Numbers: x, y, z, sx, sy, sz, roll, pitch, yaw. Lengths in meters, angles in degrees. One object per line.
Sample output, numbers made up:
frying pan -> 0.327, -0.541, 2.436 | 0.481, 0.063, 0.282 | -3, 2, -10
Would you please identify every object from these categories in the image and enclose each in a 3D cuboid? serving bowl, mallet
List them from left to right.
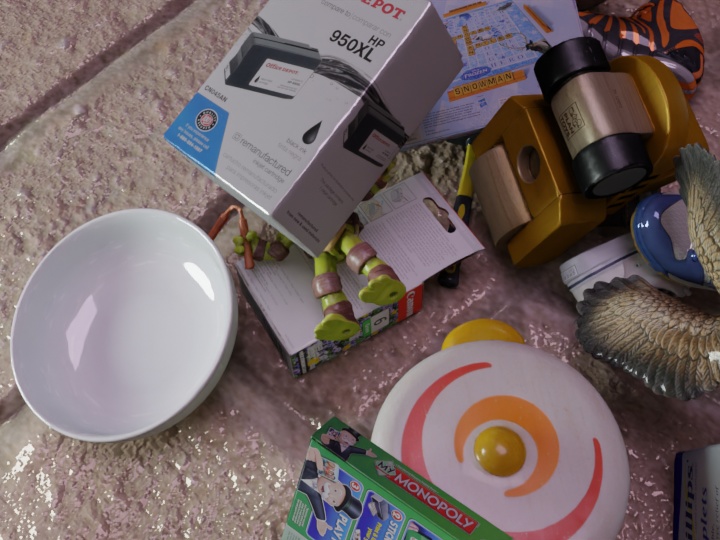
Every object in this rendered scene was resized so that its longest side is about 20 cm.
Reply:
serving bowl -> -0.191, 0.051, 0.737 | 0.198, 0.066, 0.202 | -5, 68, 13
mallet -> 0.092, -0.078, 0.836 | 0.065, 0.041, 0.201 | 17, 64, 11

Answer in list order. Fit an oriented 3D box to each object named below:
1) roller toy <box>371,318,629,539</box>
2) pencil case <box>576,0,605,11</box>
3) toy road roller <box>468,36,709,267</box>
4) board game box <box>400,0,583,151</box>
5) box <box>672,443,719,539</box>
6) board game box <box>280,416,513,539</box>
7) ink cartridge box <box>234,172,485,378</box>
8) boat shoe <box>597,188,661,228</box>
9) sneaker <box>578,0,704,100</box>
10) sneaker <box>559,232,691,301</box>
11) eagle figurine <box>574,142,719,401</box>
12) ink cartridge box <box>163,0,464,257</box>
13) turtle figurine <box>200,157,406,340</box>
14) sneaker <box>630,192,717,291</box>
roller toy -> 0.097, 0.150, 0.631 | 0.182, 0.140, 0.200 | 35, 65, 21
pencil case -> 0.247, -0.324, 0.888 | 0.089, 0.200, 0.078 | 19, 90, -10
toy road roller -> 0.200, -0.098, 0.744 | 0.145, 0.200, 0.124 | -6, 68, -27
board game box -> 0.098, -0.228, 0.794 | 0.198, 0.041, 0.201 | -14, 92, -6
box -> 0.321, 0.169, 0.566 | 0.182, 0.200, 0.106 | 3, 74, 4
board game box -> 0.006, 0.208, 0.570 | 0.134, 0.201, 0.029 | 30, 36, 19
ink cartridge box -> 0.000, 0.000, 0.781 | 0.199, 0.051, 0.109 | -27, 60, -15
boat shoe -> 0.223, -0.124, 0.834 | 0.073, 0.075, 0.201 | -14, 51, 4
sneaker -> 0.266, -0.247, 0.916 | 0.199, 0.078, 0.112 | 25, 57, 6
sneaker -> 0.275, -0.009, 0.773 | 0.199, 0.073, 0.071 | -23, 82, -9
eagle figurine -> 0.255, 0.029, 0.613 | 0.152, 0.151, 0.200 | -42, 67, -16
ink cartridge box -> -0.037, -0.137, 0.693 | 0.144, 0.084, 0.201 | 35, 86, 32
turtle figurine -> -0.035, -0.022, 0.729 | 0.199, 0.064, 0.162 | -30, 58, 9
sneaker -> 0.317, -0.008, 0.704 | 0.199, 0.088, 0.076 | 27, 84, -11
